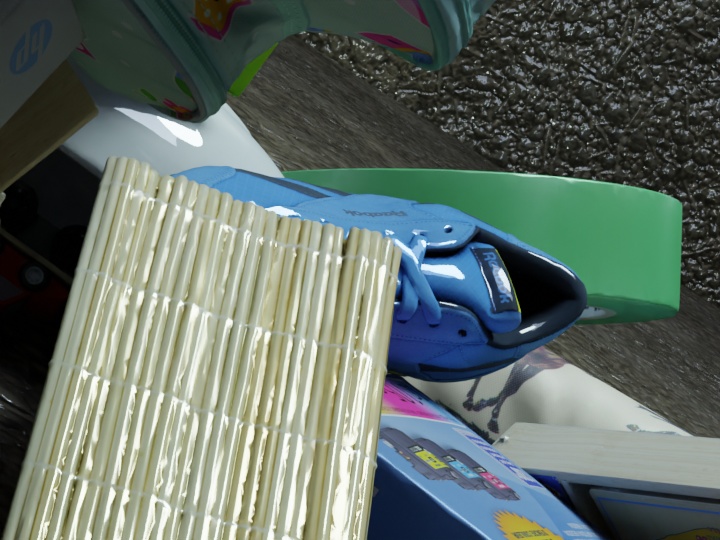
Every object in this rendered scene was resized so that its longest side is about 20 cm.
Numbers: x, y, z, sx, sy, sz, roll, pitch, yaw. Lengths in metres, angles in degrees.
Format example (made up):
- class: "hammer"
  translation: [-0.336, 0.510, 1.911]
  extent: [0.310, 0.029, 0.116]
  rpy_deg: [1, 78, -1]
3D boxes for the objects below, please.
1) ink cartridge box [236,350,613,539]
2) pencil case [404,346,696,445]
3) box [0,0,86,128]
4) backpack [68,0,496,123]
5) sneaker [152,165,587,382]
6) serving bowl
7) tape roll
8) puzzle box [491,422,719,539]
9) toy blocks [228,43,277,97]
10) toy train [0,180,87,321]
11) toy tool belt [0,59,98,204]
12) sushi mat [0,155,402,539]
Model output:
- class: "ink cartridge box"
  translation: [0.044, 0.113, 0.752]
  extent: [0.200, 0.076, 0.136]
  rpy_deg: [38, 9, 20]
- class: "pencil case"
  translation: [0.093, 0.094, 0.932]
  extent: [0.200, 0.090, 0.078]
  rpy_deg: [30, 2, 21]
- class: "box"
  translation: [-0.187, -0.061, 0.557]
  extent: [0.200, 0.156, 0.041]
  rpy_deg: [35, -17, 17]
- class: "backpack"
  translation: [-0.034, -0.128, 0.590]
  extent: [0.200, 0.153, 0.176]
  rpy_deg: [16, -31, 55]
- class: "sneaker"
  translation: [0.000, 0.000, 0.822]
  extent: [0.078, 0.066, 0.200]
  rpy_deg: [-8, -11, 38]
- class: "serving bowl"
  translation: [-0.091, -0.042, 0.916]
  extent: [0.200, 0.066, 0.200]
  rpy_deg: [34, -14, 10]
- class: "tape roll"
  translation: [0.033, -0.007, 1.042]
  extent: [0.200, 0.048, 0.200]
  rpy_deg: [3, -4, 0]
- class: "puzzle box"
  translation: [0.134, 0.112, 0.796]
  extent: [0.200, 0.025, 0.133]
  rpy_deg: [0, -55, 54]
- class: "toy blocks"
  translation: [-0.122, -0.149, 0.822]
  extent: [0.137, 0.100, 0.200]
  rpy_deg: [29, -8, 48]
- class: "toy train"
  translation: [-0.124, -0.005, 0.886]
  extent: [0.200, 0.046, 0.034]
  rpy_deg: [36, -14, -2]
- class: "toy tool belt"
  translation: [-0.179, -0.050, 0.640]
  extent: [0.200, 0.123, 0.125]
  rpy_deg: [31, 8, -19]
- class: "sushi mat"
  translation: [-0.040, 0.039, 0.689]
  extent: [0.096, 0.012, 0.200]
  rpy_deg: [15, 38, -6]
